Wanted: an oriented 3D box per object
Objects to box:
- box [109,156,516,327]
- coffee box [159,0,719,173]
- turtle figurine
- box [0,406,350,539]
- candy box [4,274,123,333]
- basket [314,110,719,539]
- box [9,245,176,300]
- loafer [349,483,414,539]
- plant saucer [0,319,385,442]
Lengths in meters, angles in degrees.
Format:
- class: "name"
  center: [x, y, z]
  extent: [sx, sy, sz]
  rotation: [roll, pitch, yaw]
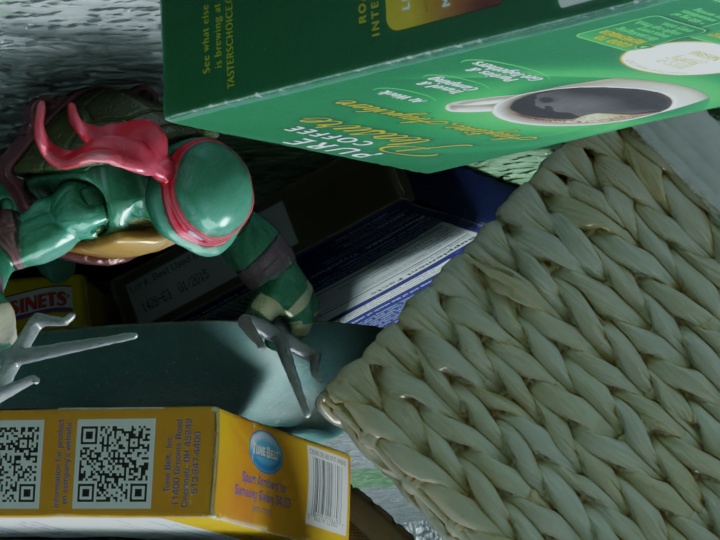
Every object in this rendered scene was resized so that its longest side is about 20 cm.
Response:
- class: "box"
  center: [0.000, 0.000, 1.124]
  extent: [0.121, 0.032, 0.200]
  rotation: [-28, 162, 18]
- class: "coffee box"
  center: [0.056, -0.069, 0.764]
  extent: [0.200, 0.044, 0.123]
  rotation: [-12, 168, 40]
- class: "turtle figurine"
  center: [-0.080, -0.010, 0.910]
  extent: [0.150, 0.101, 0.200]
  rotation: [3, -179, -34]
- class: "box"
  center: [-0.116, 0.073, 0.970]
  extent: [0.200, 0.042, 0.119]
  rotation: [0, 169, 21]
- class: "candy box"
  center: [-0.141, 0.030, 1.121]
  extent: [0.102, 0.026, 0.200]
  rotation: [-8, 172, 2]
- class: "basket"
  center: [0.113, 0.062, 0.977]
  extent: [0.161, 0.200, 0.198]
  rotation: [-46, 170, -1]
- class: "box"
  center: [-0.160, -0.005, 1.104]
  extent: [0.137, 0.040, 0.200]
  rotation: [-8, 171, 32]
- class: "loafer"
  center: [0.014, 0.135, 1.030]
  extent: [0.200, 0.067, 0.076]
  rotation: [37, 174, 20]
- class: "plant saucer"
  center: [-0.079, 0.049, 1.071]
  extent: [0.200, 0.036, 0.200]
  rotation: [-3, 172, 0]
